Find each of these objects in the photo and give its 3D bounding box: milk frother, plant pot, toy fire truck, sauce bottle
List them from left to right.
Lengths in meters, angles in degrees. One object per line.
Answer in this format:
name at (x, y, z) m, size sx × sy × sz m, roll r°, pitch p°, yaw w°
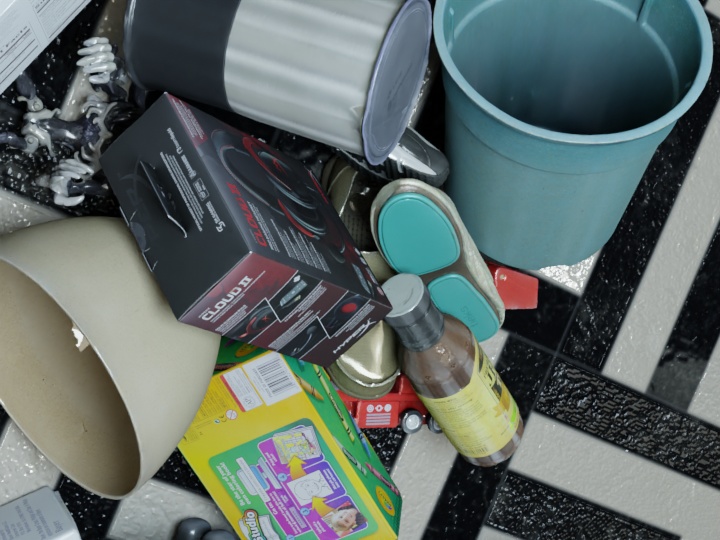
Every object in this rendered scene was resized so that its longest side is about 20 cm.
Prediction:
plant pot at (-0.175, 0.041, 1.000) m, size 0.134 × 0.199 × 0.202 m, roll -37°, pitch 114°, yaw -34°
milk frother at (-0.047, -0.204, 0.942) m, size 0.201 × 0.186 × 0.182 m, roll 84°, pitch 28°, yaw -57°
toy fire truck at (0.047, 0.062, 1.170) m, size 0.197 × 0.049 × 0.143 m, roll 2°, pitch 100°, yaw -24°
sauce bottle at (0.069, 0.078, 1.089) m, size 0.065 × 0.065 × 0.201 m, roll -44°, pitch 136°, yaw -10°
plant pot at (0.143, -0.115, 1.057) m, size 0.198 × 0.201 × 0.197 m, roll -24°, pitch 152°, yaw -18°

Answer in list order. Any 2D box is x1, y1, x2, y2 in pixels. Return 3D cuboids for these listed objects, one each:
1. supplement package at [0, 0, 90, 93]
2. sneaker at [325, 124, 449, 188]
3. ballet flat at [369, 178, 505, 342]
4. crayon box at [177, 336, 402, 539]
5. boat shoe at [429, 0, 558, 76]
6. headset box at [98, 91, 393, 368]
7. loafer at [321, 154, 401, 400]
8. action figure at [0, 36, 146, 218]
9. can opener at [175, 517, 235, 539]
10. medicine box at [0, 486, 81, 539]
supplement package at (-0.280, -0.223, 0.888) m, size 0.200 × 0.111 × 0.156 m, roll 42°, pitch 81°, yaw 1°
sneaker at (-0.011, -0.134, 1.053) m, size 0.199 × 0.074 × 0.080 m, roll 35°, pitch 75°, yaw 6°
ballet flat at (0.056, -0.017, 1.073) m, size 0.067 × 0.063 × 0.201 m, roll -17°, pitch 139°, yaw 14°
crayon box at (-0.064, 0.144, 1.102) m, size 0.118 × 0.058 × 0.201 m, roll -23°, pitch 114°, yaw 17°
boat shoe at (0.128, -0.191, 1.151) m, size 0.198 × 0.067 × 0.058 m, roll 19°, pitch 109°, yaw -22°
headset box at (-0.084, -0.026, 0.977) m, size 0.075 × 0.150 × 0.199 m, roll -41°, pitch 148°, yaw 17°
loafer at (0.000, 0.000, 1.099) m, size 0.075 × 0.067 × 0.203 m, roll -4°, pitch 84°, yaw -13°
action figure at (-0.208, -0.102, 0.993) m, size 0.197 × 0.102 × 0.121 m, roll 8°, pitch 86°, yaw -24°
can opener at (-0.137, 0.303, 1.146) m, size 0.067 × 0.053 × 0.203 m, roll 6°, pitch 99°, yaw -58°
medicine box at (-0.283, 0.293, 1.039) m, size 0.198 × 0.103 × 0.185 m, roll -22°, pitch 109°, yaw -18°
